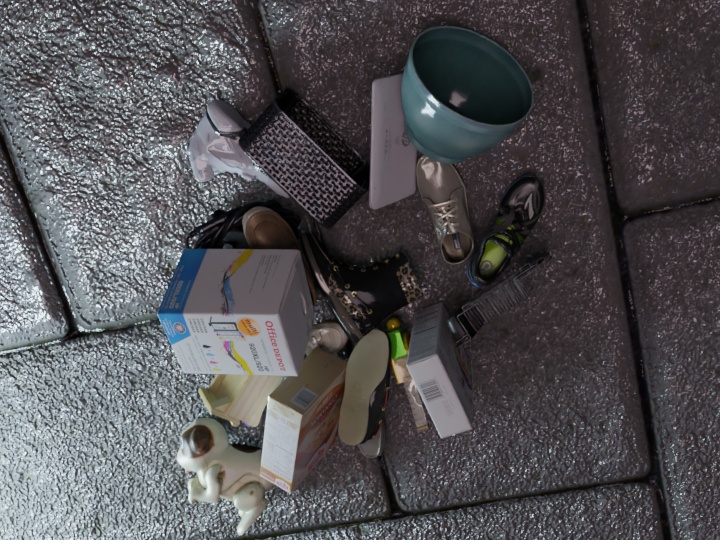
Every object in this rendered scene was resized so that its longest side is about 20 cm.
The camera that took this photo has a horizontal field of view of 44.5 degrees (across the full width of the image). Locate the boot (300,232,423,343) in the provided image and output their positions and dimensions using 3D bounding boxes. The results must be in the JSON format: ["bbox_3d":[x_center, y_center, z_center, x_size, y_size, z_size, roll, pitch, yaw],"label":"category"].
[{"bbox_3d":[0.000,0.001,1.500,0.153,0.074,0.205,-29,80,-5],"label":"boot"}]

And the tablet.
[{"bbox_3d":[0.056,-0.206,1.384,0.014,0.130,0.203,16,116,33],"label":"tablet"}]

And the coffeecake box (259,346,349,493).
[{"bbox_3d":[-0.099,0.262,1.538,0.072,0.153,0.202,25,130,19],"label":"coffeecake box"}]

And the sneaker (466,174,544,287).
[{"bbox_3d":[0.241,-0.058,1.427,0.070,0.083,0.201,29,97,-4],"label":"sneaker"}]

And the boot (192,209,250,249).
[{"bbox_3d":[-0.231,0.015,1.543,0.163,0.066,0.201,26,102,-18],"label":"boot"}]

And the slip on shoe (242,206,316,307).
[{"bbox_3d":[-0.128,-0.016,1.449,0.075,0.061,0.202,-29,124,-9],"label":"slip on shoe"}]

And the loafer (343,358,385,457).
[{"bbox_3d":[0.002,0.257,1.597,0.069,0.070,0.202,-11,110,11],"label":"loafer"}]

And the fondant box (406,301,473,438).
[{"bbox_3d":[0.137,0.162,1.472,0.058,0.200,0.146,-21,108,16],"label":"fondant box"}]

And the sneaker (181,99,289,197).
[{"bbox_3d":[-0.203,-0.175,1.455,0.200,0.075,0.115,46,111,-5],"label":"sneaker"}]

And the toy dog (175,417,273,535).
[{"bbox_3d":[-0.251,0.361,1.639,0.199,0.140,0.194,38,98,-8],"label":"toy dog"}]

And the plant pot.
[{"bbox_3d":[0.143,-0.248,1.330,0.198,0.202,0.135,27,139,-4],"label":"plant pot"}]

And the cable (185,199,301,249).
[{"bbox_3d":[-0.183,-0.032,1.475,0.198,0.051,0.165,-27,115,-6],"label":"cable"}]

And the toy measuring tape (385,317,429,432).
[{"bbox_3d":[0.086,0.178,1.545,0.073,0.074,0.203,-18,92,14],"label":"toy measuring tape"}]

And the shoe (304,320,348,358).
[{"bbox_3d":[-0.110,0.152,1.579,0.198,0.053,0.070,-25,107,16],"label":"shoe"}]

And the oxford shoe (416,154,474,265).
[{"bbox_3d":[0.143,-0.098,1.447,0.074,0.058,0.202,-14,108,14],"label":"oxford shoe"}]

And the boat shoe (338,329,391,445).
[{"bbox_3d":[0.014,0.199,1.517,0.073,0.063,0.204,17,97,31],"label":"boat shoe"}]

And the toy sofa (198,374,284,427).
[{"bbox_3d":[-0.188,0.168,1.541,0.097,0.083,0.201,28,97,-34],"label":"toy sofa"}]

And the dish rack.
[{"bbox_3d":[0.234,0.041,1.443,0.199,0.153,0.055,-36,87,17],"label":"dish rack"}]

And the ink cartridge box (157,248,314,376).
[{"bbox_3d":[-0.189,0.066,1.394,0.197,0.146,0.148,0,134,13],"label":"ink cartridge box"}]

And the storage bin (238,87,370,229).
[{"bbox_3d":[-0.083,-0.179,1.401,0.200,0.135,0.094,42,111,-10],"label":"storage bin"}]
